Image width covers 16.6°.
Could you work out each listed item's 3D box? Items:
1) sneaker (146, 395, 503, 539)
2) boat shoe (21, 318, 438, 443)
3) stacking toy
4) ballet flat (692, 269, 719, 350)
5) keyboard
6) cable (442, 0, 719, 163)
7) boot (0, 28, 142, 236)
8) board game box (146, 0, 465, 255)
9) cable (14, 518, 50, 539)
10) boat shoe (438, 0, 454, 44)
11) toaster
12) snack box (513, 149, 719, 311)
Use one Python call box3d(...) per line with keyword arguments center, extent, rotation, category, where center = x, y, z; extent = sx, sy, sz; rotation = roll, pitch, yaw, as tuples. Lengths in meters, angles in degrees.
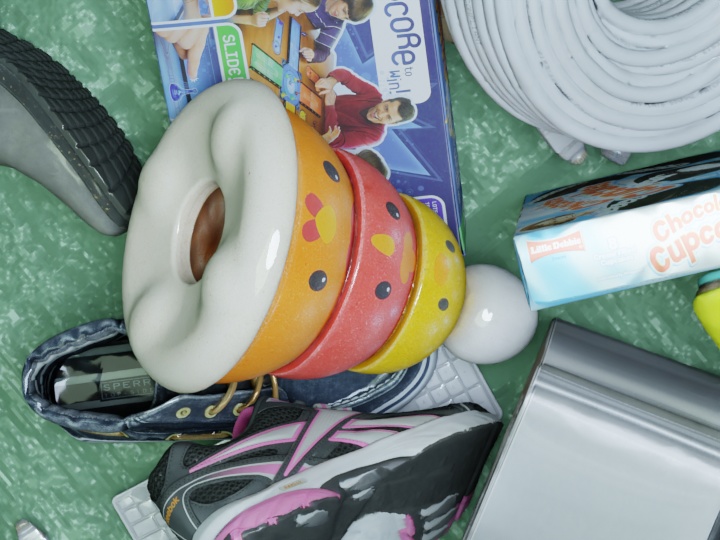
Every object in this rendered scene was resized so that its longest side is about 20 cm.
box3d(center=(-0.017, 0.089, 1.174), extent=(0.086, 0.200, 0.080), rotation=(42, 122, 29), category="sneaker")
box3d(center=(-0.063, 0.052, 1.207), extent=(0.200, 0.091, 0.071), rotation=(-9, 84, 6), category="boat shoe")
box3d(center=(0.000, 0.000, 1.163), extent=(0.200, 0.146, 0.146), rotation=(13, 101, -30), category="stacking toy")
box3d(center=(0.203, 0.029, 1.134), extent=(0.067, 0.200, 0.067), rotation=(-13, 86, 20), category="ballet flat")
box3d(center=(-0.028, 0.096, 1.257), extent=(0.200, 0.011, 0.056), rotation=(-28, 95, 8), category="keyboard")
box3d(center=(0.128, -0.153, 1.128), extent=(0.200, 0.069, 0.200), rotation=(37, 92, -38), category="cable")
box3d(center=(-0.208, -0.063, 1.230), extent=(0.200, 0.068, 0.131), rotation=(46, 106, 3), category="boot")
box3d(center=(-0.026, -0.092, 1.176), extent=(0.135, 0.034, 0.200), rotation=(-4, 124, 5), category="board game box")
box3d(center=(-0.199, 0.248, 1.263), extent=(0.200, 0.069, 0.200), rotation=(-40, 93, 9), category="cable")
box3d(center=(0.079, -0.197, 1.180), extent=(0.072, 0.076, 0.200), rotation=(29, 109, -4), category="boat shoe")
box3d(center=(0.114, 0.122, 1.163), extent=(0.118, 0.181, 0.200), rotation=(22, 100, 3), category="toaster")
box3d(center=(0.132, -0.022, 1.131), extent=(0.116, 0.200, 0.037), rotation=(-13, 96, 6), category="snack box")
